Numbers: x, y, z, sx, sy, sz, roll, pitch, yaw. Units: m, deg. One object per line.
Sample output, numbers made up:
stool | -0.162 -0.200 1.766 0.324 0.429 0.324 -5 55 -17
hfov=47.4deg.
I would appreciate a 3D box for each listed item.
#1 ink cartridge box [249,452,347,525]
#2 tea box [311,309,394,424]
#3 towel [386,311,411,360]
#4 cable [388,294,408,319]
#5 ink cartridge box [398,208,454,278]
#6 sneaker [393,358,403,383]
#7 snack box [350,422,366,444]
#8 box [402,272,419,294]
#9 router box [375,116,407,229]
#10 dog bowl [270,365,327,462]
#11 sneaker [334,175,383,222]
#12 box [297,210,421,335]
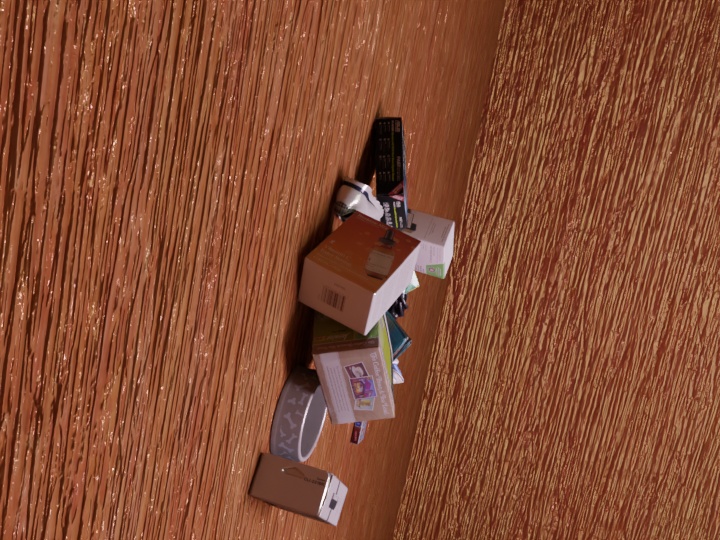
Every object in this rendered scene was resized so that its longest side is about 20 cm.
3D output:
ink cartridge box | -0.115 0.426 1.587 0.200 0.143 0.084 72 34 -66
tea box | -0.011 0.160 1.618 0.198 0.132 0.201 -91 171 -52
towel | 0.025 0.159 1.829 0.147 0.022 0.200 -47 -149 5
cable | 0.095 0.034 1.923 0.200 0.050 0.164 103 1 -65
ink cartridge box | 0.121 -0.075 1.983 0.147 0.198 0.085 81 29 -57
sneaker | 0.034 0.291 2.089 0.081 0.145 0.202 -51 151 -62
snack box | 0.011 0.398 2.370 0.072 0.024 0.202 -11 113 -77
box | 0.052 -0.043 1.801 0.200 0.048 0.118 49 -17 56
router box | 0.069 -0.212 1.805 0.150 0.062 0.202 77 12 -64
dog bowl | -0.116 0.289 1.642 0.200 0.058 0.202 14 90 -77
sneaker | -0.009 -0.124 1.682 0.081 0.076 0.200 -66 159 -7
box | 0.000 0.000 1.548 0.200 0.151 0.107 -47 156 -47
